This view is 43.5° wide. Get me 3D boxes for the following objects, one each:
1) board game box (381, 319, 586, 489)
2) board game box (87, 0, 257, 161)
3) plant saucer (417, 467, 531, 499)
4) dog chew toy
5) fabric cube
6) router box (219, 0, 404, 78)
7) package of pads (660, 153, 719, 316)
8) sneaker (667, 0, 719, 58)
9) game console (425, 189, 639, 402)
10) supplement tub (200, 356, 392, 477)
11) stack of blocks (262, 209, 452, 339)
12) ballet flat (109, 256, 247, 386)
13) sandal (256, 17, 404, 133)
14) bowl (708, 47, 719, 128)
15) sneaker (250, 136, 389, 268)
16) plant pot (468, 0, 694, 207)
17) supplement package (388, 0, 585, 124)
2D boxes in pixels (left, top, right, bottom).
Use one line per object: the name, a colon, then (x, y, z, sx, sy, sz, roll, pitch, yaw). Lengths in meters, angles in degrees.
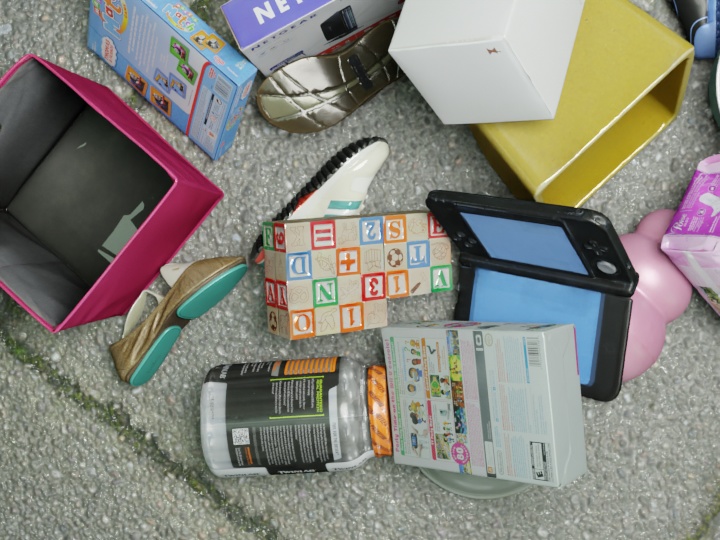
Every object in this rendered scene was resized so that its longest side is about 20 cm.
board game box: (0.119, 0.126, 0.902, 0.198, 0.064, 0.150, -1, 96, 42)
board game box: (-0.208, -0.229, 0.970, 0.200, 0.151, 0.037, 41, 60, 2)
plant saucer: (0.138, 0.159, 1.002, 0.197, 0.050, 0.203, 0, 91, 5)
dog chew toy: (0.289, 0.019, 0.954, 0.124, 0.125, 0.201, 39, 86, 2)
fabric cube: (-0.295, -0.078, 0.954, 0.200, 0.199, 0.197, 41, 95, 2)
router box: (-0.031, -0.275, 0.935, 0.198, 0.179, 0.049, -27, 89, 5)
package of pads: (0.399, -0.012, 0.913, 0.200, 0.075, 0.121, 40, 71, -28)
sneaker: (0.343, -0.325, 0.966, 0.077, 0.070, 0.203, -3, 100, 29)
game console: (0.157, 0.022, 0.887, 0.198, 0.176, 0.117, 12, 67, 38)
supplement tub: (-0.066, 0.158, 0.982, 0.197, 0.123, 0.124, -4, 92, 5)
stack of blocks: (0.000, 0.000, 0.952, 0.198, 0.058, 0.117, -7, 98, -29)
ballet flat: (-0.216, 0.040, 1.026, 0.072, 0.068, 0.200, 45, 99, 18)
sandal: (-0.023, -0.217, 1.001, 0.199, 0.055, 0.082, -34, 107, -9)
bowl: (0.445, -0.192, 0.931, 0.198, 0.105, 0.204, 0, 95, -1)
sneaker: (-0.028, -0.058, 1.008, 0.200, 0.070, 0.093, -45, 107, 2)
plant pot: (0.191, -0.189, 0.923, 0.194, 0.195, 0.200, -42, 72, 5)
supplement package: (0.123, -0.247, 0.800, 0.116, 0.117, 0.202, 4, 67, 35)
